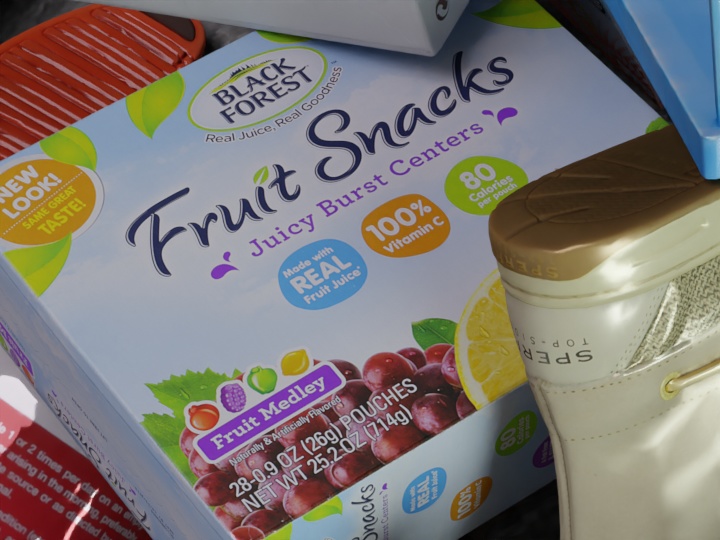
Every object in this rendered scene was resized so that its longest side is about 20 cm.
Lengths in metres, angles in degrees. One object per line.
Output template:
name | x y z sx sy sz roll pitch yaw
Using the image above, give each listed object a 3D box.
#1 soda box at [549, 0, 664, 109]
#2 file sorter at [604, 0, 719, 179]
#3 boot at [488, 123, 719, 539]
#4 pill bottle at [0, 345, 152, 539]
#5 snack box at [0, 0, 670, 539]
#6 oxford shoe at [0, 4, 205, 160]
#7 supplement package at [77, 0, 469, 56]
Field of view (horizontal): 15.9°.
soda box | 0.066 -0.146 0.910 0.063 0.068 0.200 -39 49 -1
file sorter | 0.171 -0.123 0.711 0.198 0.124 0.139 -10 27 -3
boot | 0.130 0.029 0.743 0.199 0.157 0.073 -21 24 -30
pill bottle | -0.123 0.087 0.881 0.112 0.112 0.201 30 83 42
snack box | 0.000 0.000 0.803 0.199 0.068 0.169 -28 54 -22
oxford shoe | -0.132 -0.026 0.985 0.071 0.073 0.200 33 65 25
supplement package | -0.015 -0.200 0.830 0.150 0.152 0.201 12 54 29
